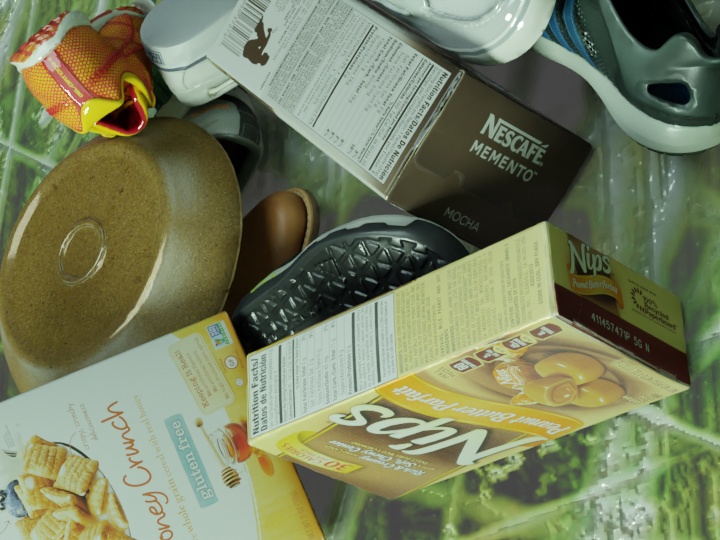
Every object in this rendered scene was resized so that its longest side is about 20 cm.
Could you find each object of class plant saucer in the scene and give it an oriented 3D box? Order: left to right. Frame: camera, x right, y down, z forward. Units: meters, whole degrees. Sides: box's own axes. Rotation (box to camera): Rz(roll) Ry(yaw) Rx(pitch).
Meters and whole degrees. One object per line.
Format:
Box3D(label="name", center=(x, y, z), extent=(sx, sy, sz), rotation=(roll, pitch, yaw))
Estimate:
Box3D(label="plant saucer", center=(-0.156, -0.005, 1.188), extent=(0.199, 0.035, 0.202), rotation=(-18, 59, 34))

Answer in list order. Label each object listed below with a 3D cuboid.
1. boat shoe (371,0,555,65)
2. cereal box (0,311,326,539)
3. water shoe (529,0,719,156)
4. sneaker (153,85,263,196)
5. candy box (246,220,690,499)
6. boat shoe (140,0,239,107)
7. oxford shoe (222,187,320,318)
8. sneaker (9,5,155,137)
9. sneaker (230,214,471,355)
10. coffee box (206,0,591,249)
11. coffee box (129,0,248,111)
Box3D(label="boat shoe", center=(0.031, -0.165, 1.055), extent=(0.200, 0.068, 0.072), rotation=(45, 114, 54))
Box3D(label="cereal box", center=(-0.136, 0.126, 1.077), extent=(0.199, 0.040, 0.145), rotation=(-23, 78, -13))
Box3D(label="water shoe", center=(0.130, -0.141, 1.026), extent=(0.200, 0.071, 0.079), rotation=(47, 144, 38))
Box3D(label="sneaker", center=(-0.130, -0.027, 1.240), extent=(0.201, 0.074, 0.079), rotation=(-55, 30, 10))
Box3D(label="candy box", center=(0.051, 0.051, 0.997), extent=(0.199, 0.115, 0.056), rotation=(-26, 54, 35))
Box3D(label="boat shoe", center=(-0.038, -0.169, 1.216), extent=(0.199, 0.066, 0.072), rotation=(-36, 44, -10))
Box3D(label="oxford shoe", center=(-0.102, 0.022, 1.202), extent=(0.200, 0.071, 0.072), rotation=(-46, 44, 17))
Box3D(label="sneaker", center=(-0.158, -0.114, 1.206), extent=(0.073, 0.077, 0.200), rotation=(-36, 5, 13))
Box3D(label="sneaker", center=(0.000, 0.000, 1.088), extent=(0.199, 0.072, 0.083), rotation=(-21, 17, 50))
Box3D(label="coffee box", center=(0.018, -0.093, 1.102), extent=(0.200, 0.113, 0.080), rotation=(40, 100, 46))
Box3D(label="coffee box", center=(-0.081, -0.197, 1.301), extent=(0.201, 0.044, 0.123), rotation=(-54, 42, 11))
